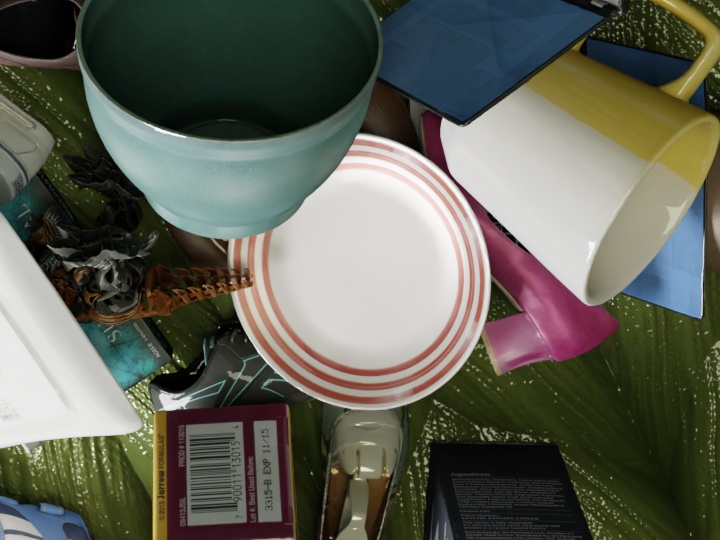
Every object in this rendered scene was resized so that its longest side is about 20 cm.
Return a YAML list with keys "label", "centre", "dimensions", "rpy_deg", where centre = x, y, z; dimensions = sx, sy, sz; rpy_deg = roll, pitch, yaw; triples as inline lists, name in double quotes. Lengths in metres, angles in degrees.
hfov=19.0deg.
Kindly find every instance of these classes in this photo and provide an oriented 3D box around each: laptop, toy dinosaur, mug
- label: "laptop"
  centre: [0.137, -0.065, 1.533]
  dimensions: [0.199, 0.116, 0.188]
  rpy_deg: [-3, 108, -2]
- label: "toy dinosaur"
  centre: [-0.183, -0.008, 1.528]
  dimensions: [0.199, 0.102, 0.136]
  rpy_deg: [-12, 143, -17]
- label: "laptop"
  centre: [0.083, -0.217, 1.417]
  dimensions: [0.115, 0.187, 0.201]
  rpy_deg: [-4, 111, -27]
- label: "mug"
  centre: [0.149, -0.091, 1.453]
  dimensions: [0.153, 0.150, 0.187]
  rpy_deg: [36, 66, 21]

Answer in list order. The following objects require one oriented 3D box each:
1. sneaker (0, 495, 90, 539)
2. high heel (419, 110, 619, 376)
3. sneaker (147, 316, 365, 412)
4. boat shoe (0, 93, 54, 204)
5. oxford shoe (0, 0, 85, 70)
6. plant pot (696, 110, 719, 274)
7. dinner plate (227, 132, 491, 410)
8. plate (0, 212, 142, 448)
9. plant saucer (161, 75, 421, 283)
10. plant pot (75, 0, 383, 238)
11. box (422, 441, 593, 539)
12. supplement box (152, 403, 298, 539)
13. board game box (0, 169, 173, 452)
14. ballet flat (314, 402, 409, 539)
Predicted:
- label: "sneaker"
  centre: [-0.260, 0.212, 1.634]
  dimensions: [0.200, 0.082, 0.074]
  rpy_deg: [37, 132, 4]
- label: "high heel"
  centre: [0.109, -0.030, 1.529]
  dimensions: [0.096, 0.067, 0.201]
  rpy_deg: [-20, 87, 5]
- label: "sneaker"
  centre: [-0.067, 0.066, 1.588]
  dimensions: [0.200, 0.075, 0.079]
  rpy_deg: [-36, 105, 8]
- label: "boat shoe"
  centre: [-0.302, -0.133, 1.514]
  dimensions: [0.200, 0.071, 0.070]
  rpy_deg: [37, 59, 4]
- label: "oxford shoe"
  centre: [-0.178, -0.165, 1.494]
  dimensions: [0.199, 0.073, 0.072]
  rpy_deg: [-6, 103, -15]
- label: "plant pot"
  centre: [0.330, -0.053, 1.523]
  dimensions: [0.174, 0.200, 0.201]
  rpy_deg: [3, 110, 13]
- label: "dinner plate"
  centre: [0.000, 0.000, 1.524]
  dimensions: [0.199, 0.024, 0.201]
  rpy_deg: [5, 103, 21]
- label: "plate"
  centre: [-0.274, 0.052, 1.527]
  dimensions: [0.199, 0.032, 0.200]
  rpy_deg: [-10, 120, 43]
- label: "plant saucer"
  centre: [-0.054, -0.067, 1.557]
  dimensions: [0.199, 0.037, 0.201]
  rpy_deg: [0, 109, 0]
- label: "plant pot"
  centre: [-0.089, -0.107, 1.438]
  dimensions: [0.199, 0.201, 0.135]
  rpy_deg: [2, 136, -4]
- label: "box"
  centre: [0.106, 0.230, 1.587]
  dimensions: [0.104, 0.200, 0.149]
  rpy_deg: [1, 110, -4]
- label: "supplement box"
  centre: [-0.095, 0.212, 1.569]
  dimensions: [0.103, 0.131, 0.201]
  rpy_deg: [-3, 135, -3]
- label: "board game box"
  centre: [-0.249, 0.021, 1.586]
  dimensions: [0.135, 0.028, 0.200]
  rpy_deg: [-33, 107, 7]
- label: "ballet flat"
  centre: [-0.001, 0.162, 1.626]
  dimensions: [0.069, 0.071, 0.201]
  rpy_deg: [6, 108, -4]
